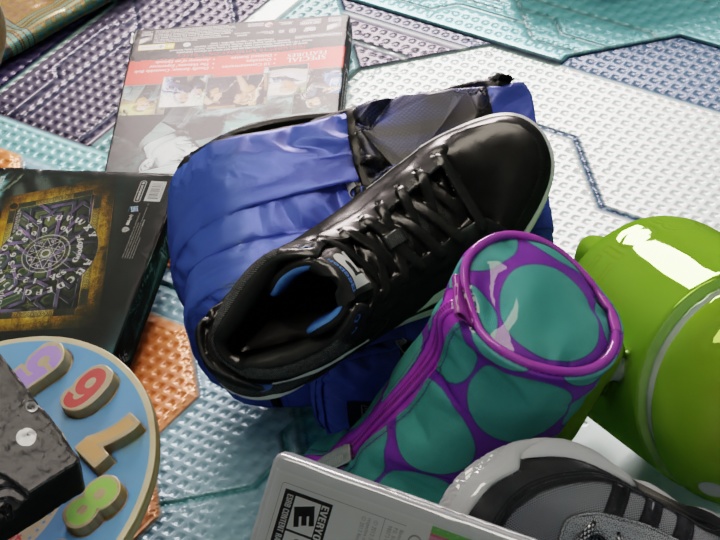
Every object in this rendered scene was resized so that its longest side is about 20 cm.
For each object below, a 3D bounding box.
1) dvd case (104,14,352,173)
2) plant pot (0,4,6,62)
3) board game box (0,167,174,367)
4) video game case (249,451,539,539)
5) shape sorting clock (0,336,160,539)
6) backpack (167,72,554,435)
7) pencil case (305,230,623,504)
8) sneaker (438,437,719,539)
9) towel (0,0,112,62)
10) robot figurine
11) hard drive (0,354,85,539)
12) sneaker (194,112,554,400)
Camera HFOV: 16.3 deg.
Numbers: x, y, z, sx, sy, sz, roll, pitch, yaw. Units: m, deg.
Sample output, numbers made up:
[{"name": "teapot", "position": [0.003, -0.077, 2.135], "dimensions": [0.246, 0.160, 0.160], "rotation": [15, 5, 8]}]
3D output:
[{"name": "dvd case", "position": [-0.081, -0.092, 1.561], "dimensions": [0.145, 0.022, 0.201], "rotation": [-4, 37, 6]}, {"name": "plant pot", "position": [-0.330, -0.174, 1.588], "dimensions": [0.189, 0.201, 0.200], "rotation": [38, 56, 26]}, {"name": "board game box", "position": [-0.186, 0.019, 1.418], "dimensions": [0.134, 0.028, 0.201], "rotation": [3, 46, 15]}, {"name": "video game case", "position": [0.018, 0.199, 1.050], "dimensions": [0.181, 0.201, 0.022], "rotation": [18, 2, 22]}, {"name": "shape sorting clock", "position": [-0.195, 0.113, 1.279], "dimensions": [0.199, 0.039, 0.201], "rotation": [-15, 48, 18]}, {"name": "backpack", "position": [0.000, 0.000, 1.316], "dimensions": [0.199, 0.163, 0.169], "rotation": [-7, 58, 0]}, {"name": "pencil case", "position": [0.043, 0.067, 1.195], "dimensions": [0.092, 0.200, 0.085], "rotation": [9, 52, -23]}, {"name": "sneaker", "position": [0.129, 0.138, 1.107], "dimensions": [0.199, 0.076, 0.114], "rotation": [21, 10, -38]}, {"name": "towel", "position": [-0.223, -0.210, 1.737], "dimensions": [0.200, 0.022, 0.146], "rotation": [-33, 44, -28]}, {"name": "robot figurine", "position": [0.170, 0.043, 1.241], "dimensions": [0.174, 0.116, 0.200], "rotation": [3, 16, -25]}, {"name": "hard drive", "position": [-0.247, 0.068, 1.248], "dimensions": [0.139, 0.038, 0.200], "rotation": [-32, 63, -19]}, {"name": "sneaker", "position": [0.013, -0.005, 1.185], "dimensions": [0.200, 0.073, 0.112], "rotation": [-37, -3, -2]}]
